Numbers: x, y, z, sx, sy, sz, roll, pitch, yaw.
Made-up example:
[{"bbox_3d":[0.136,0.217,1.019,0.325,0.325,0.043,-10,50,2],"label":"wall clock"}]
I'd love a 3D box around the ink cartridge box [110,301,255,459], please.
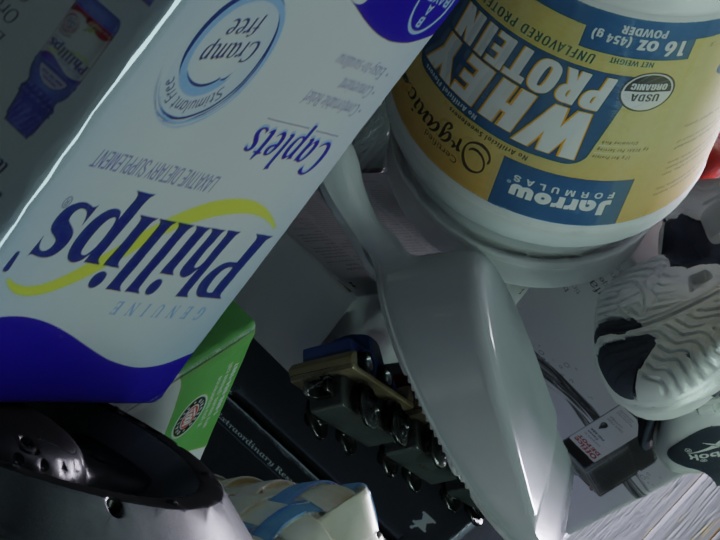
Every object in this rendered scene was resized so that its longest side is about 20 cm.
[{"bbox_3d":[-0.149,0.082,1.005,0.200,0.084,0.146,-32,157,-41],"label":"ink cartridge box"}]

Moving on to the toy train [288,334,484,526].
[{"bbox_3d":[0.025,0.066,1.134,0.034,0.046,0.200,-13,158,22],"label":"toy train"}]

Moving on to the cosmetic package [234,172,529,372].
[{"bbox_3d":[0.000,0.000,1.191,0.051,0.082,0.200,-54,160,17],"label":"cosmetic package"}]

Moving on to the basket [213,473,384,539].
[{"bbox_3d":[-0.087,0.153,0.954,0.199,0.140,0.176,-9,-166,41],"label":"basket"}]

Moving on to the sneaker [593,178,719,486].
[{"bbox_3d":[0.155,0.051,1.181,0.199,0.079,0.130,-65,148,-64],"label":"sneaker"}]

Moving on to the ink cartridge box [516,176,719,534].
[{"bbox_3d":[0.134,0.036,1.372,0.083,0.147,0.200,-40,180,-34],"label":"ink cartridge box"}]

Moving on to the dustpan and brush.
[{"bbox_3d":[0.028,0.016,1.088,0.057,0.201,0.140,-17,-169,12],"label":"dustpan and brush"}]

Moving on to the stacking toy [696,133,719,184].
[{"bbox_3d":[0.183,-0.116,1.303,0.200,0.085,0.086,-54,169,-39],"label":"stacking toy"}]

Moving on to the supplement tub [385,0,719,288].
[{"bbox_3d":[0.090,-0.102,1.096,0.144,0.145,0.200,-36,157,-35],"label":"supplement tub"}]

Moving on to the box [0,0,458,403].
[{"bbox_3d":[-0.081,-0.064,0.844,0.200,0.105,0.184,-52,161,12],"label":"box"}]

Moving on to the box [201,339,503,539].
[{"bbox_3d":[-0.008,0.125,1.317,0.104,0.148,0.200,-36,158,-34],"label":"box"}]

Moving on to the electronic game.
[{"bbox_3d":[-0.126,0.058,0.839,0.042,0.199,0.200,-67,159,6],"label":"electronic game"}]
